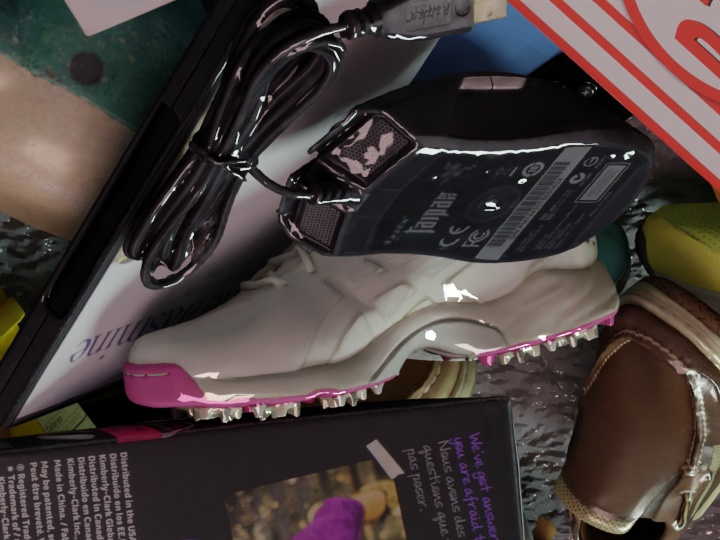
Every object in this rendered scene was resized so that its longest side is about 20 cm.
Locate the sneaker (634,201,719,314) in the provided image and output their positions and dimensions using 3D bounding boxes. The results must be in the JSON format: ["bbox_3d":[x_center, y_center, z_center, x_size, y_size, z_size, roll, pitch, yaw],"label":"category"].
[{"bbox_3d":[0.207,-0.027,1.041,0.199,0.078,0.091,-2,115,4],"label":"sneaker"}]

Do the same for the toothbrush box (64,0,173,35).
[{"bbox_3d":[-0.066,-0.196,0.822,0.145,0.086,0.200,-20,122,18],"label":"toothbrush box"}]

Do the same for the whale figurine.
[{"bbox_3d":[-0.138,-0.089,0.951,0.200,0.104,0.159,29,172,-1],"label":"whale figurine"}]

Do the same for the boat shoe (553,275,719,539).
[{"bbox_3d":[0.116,0.075,1.080,0.075,0.075,0.202,35,162,20],"label":"boat shoe"}]

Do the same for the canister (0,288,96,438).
[{"bbox_3d":[-0.149,0.118,1.095,0.148,0.087,0.200,-33,98,34],"label":"canister"}]

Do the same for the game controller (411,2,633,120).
[{"bbox_3d":[0.020,-0.102,0.974,0.200,0.042,0.104,31,127,-27],"label":"game controller"}]

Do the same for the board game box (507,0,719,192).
[{"bbox_3d":[0.160,-0.089,0.876,0.200,0.046,0.152,41,126,2],"label":"board game box"}]

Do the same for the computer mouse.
[{"bbox_3d":[0.023,-0.056,0.875,0.199,0.046,0.141,-5,145,-32],"label":"computer mouse"}]

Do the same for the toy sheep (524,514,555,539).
[{"bbox_3d":[0.005,0.143,1.161,0.199,0.138,0.138,0,137,-18],"label":"toy sheep"}]

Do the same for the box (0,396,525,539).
[{"bbox_3d":[-0.050,0.107,0.990,0.199,0.107,0.122,-5,178,-19],"label":"box"}]

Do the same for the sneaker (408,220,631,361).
[{"bbox_3d":[0.007,-0.015,1.039,0.199,0.072,0.080,-2,139,2],"label":"sneaker"}]

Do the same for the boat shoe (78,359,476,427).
[{"bbox_3d":[-0.049,0.061,1.114,0.199,0.074,0.066,-22,137,19],"label":"boat shoe"}]

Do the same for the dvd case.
[{"bbox_3d":[-0.042,-0.033,0.921,0.018,0.143,0.200,45,123,16],"label":"dvd case"}]

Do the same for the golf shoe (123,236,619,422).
[{"bbox_3d":[0.000,0.000,0.965,0.199,0.092,0.075,-14,-173,-31],"label":"golf shoe"}]

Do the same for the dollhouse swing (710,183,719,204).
[{"bbox_3d":[0.250,-0.017,0.924,0.175,0.182,0.200,-30,108,-14],"label":"dollhouse swing"}]
